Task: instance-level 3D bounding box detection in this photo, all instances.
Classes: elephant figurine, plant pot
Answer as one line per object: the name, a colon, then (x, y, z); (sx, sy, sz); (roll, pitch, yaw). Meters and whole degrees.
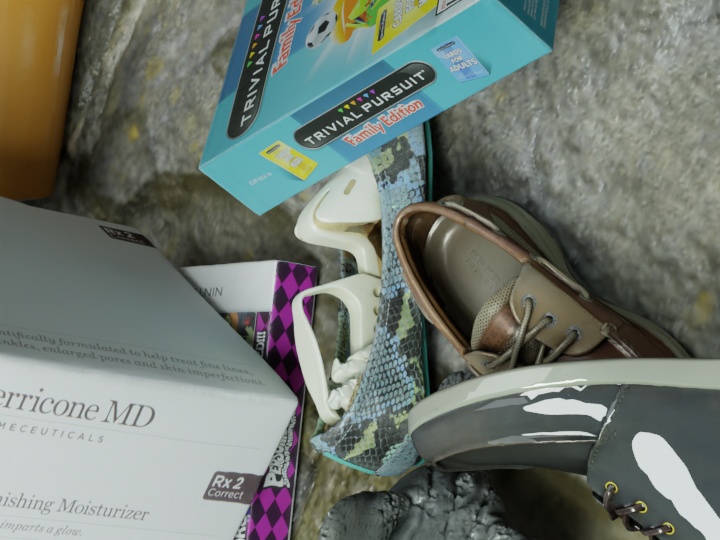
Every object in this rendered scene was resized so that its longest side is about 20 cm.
elephant figurine: (0.027, 0.147, 0.859); (0.155, 0.141, 0.201); (13, 93, 53)
plant pot: (-0.255, -0.134, 1.214); (0.200, 0.200, 0.184); (3, 98, 47)

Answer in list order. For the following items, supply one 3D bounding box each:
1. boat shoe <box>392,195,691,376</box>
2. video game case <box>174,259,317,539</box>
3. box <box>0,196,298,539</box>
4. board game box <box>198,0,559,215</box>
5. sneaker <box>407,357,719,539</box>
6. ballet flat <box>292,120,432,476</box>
boat shoe: (0.079, 0.034, 0.884); (0.200, 0.072, 0.076); (44, 111, 40)
video game case: (-0.102, 0.097, 1.087); (0.181, 0.036, 0.201); (-3, 77, 47)
box: (-0.176, 0.058, 1.000); (0.200, 0.199, 0.131); (42, 112, 46)
board game box: (0.014, -0.132, 0.979); (0.200, 0.047, 0.151); (-27, 38, 39)
sneaker: (0.116, 0.092, 0.782); (0.199, 0.075, 0.107); (-4, 78, 13)
ballet flat: (0.000, 0.000, 0.975); (0.074, 0.074, 0.201); (-19, 65, 42)
